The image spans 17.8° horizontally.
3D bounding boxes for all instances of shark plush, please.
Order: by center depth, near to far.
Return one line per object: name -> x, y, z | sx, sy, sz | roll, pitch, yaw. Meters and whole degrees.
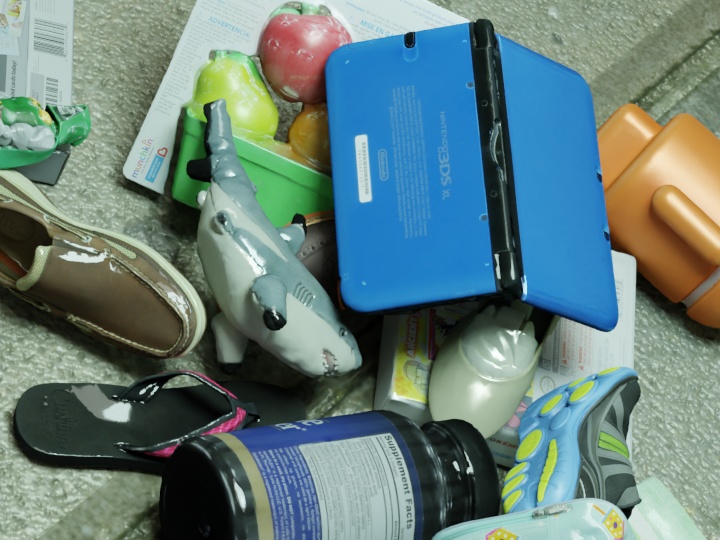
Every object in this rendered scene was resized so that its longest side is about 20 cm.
shark plush -> -0.069, -0.015, 1.534 | 0.083, 0.091, 0.200 | -12, 60, -30

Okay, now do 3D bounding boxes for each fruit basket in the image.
fruit basket -> -0.046, -0.121, 1.612 | 0.185, 0.094, 0.201 | 23, 91, -7

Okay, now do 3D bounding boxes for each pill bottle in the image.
pill bottle -> -0.016, 0.148, 1.452 | 0.199, 0.112, 0.112 | -6, 57, -31

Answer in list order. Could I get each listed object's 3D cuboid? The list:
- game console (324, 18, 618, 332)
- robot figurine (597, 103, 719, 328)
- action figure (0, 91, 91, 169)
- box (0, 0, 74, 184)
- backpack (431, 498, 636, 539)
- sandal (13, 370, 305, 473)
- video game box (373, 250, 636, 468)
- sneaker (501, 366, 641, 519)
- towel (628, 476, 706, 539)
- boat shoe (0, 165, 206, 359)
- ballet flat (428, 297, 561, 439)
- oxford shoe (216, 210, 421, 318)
game console -> 0.075, -0.054, 1.557 | 0.170, 0.118, 0.201 | -9, 65, 10
robot figurine -> 0.253, -0.038, 1.732 | 0.200, 0.144, 0.117 | 43, 63, 4
action figure -> -0.270, -0.102, 1.509 | 0.199, 0.055, 0.118 | 3, 29, -32
box -> -0.301, -0.147, 1.598 | 0.199, 0.041, 0.156 | 11, 50, -20
backpack -> 0.097, 0.234, 1.381 | 0.199, 0.176, 0.154 | -17, 54, 11
sandal -> -0.123, 0.096, 1.486 | 0.199, 0.045, 0.075 | 2, 51, -25
video game box -> 0.106, 0.049, 1.640 | 0.182, 0.047, 0.200 | 20, 48, -14
sneaker -> 0.146, 0.130, 1.520 | 0.083, 0.071, 0.200 | 57, 30, -17
towel -> 0.176, 0.230, 1.543 | 0.200, 0.023, 0.153 | -21, 65, -37
boat shoe -> -0.198, 0.001, 1.499 | 0.202, 0.075, 0.075 | 29, 20, 11
ballet flat -> 0.103, 0.034, 1.575 | 0.069, 0.070, 0.200 | 32, 47, 0
oxford shoe -> 0.000, 0.000, 1.566 | 0.199, 0.071, 0.073 | -21, 37, -7
